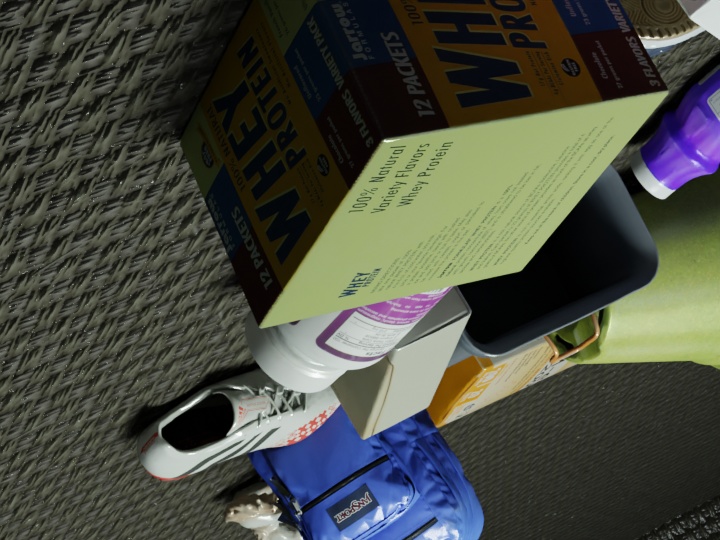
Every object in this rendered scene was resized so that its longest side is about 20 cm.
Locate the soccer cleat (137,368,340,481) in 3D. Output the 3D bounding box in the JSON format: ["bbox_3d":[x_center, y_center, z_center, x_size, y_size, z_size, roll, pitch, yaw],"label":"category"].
[{"bbox_3d":[-0.092,0.117,1.666,0.198,0.069,0.085,-21,164,-20],"label":"soccer cleat"}]

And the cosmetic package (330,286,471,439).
[{"bbox_3d":[0.019,0.047,1.607,0.073,0.104,0.200,-26,160,-17],"label":"cosmetic package"}]

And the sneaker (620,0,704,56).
[{"bbox_3d":[0.149,-0.145,1.364,0.198,0.071,0.109,-19,155,-17],"label":"sneaker"}]

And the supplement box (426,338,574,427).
[{"bbox_3d":[0.153,0.063,1.928,0.199,0.074,0.126,-22,160,-31],"label":"supplement box"}]

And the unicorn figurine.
[{"bbox_3d":[-0.077,0.240,2.037,0.137,0.074,0.200,-28,150,20],"label":"unicorn figurine"}]

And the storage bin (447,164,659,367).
[{"bbox_3d":[0.131,0.013,1.674,0.199,0.147,0.134,-24,171,-24],"label":"storage bin"}]

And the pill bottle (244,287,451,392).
[{"bbox_3d":[0.000,0.000,1.433,0.112,0.113,0.200,-13,155,-46],"label":"pill bottle"}]

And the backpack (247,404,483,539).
[{"bbox_3d":[0.003,0.201,1.793,0.162,0.201,0.168,-34,174,15],"label":"backpack"}]

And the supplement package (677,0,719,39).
[{"bbox_3d":[0.271,-0.246,1.237,0.199,0.111,0.155,-38,162,17],"label":"supplement package"}]

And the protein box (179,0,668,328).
[{"bbox_3d":[0.031,-0.089,1.171,0.198,0.136,0.199,-12,154,-32],"label":"protein box"}]

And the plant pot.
[{"bbox_3d":[0.260,0.006,1.814,0.183,0.202,0.201,-8,153,-27],"label":"plant pot"}]

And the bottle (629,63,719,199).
[{"bbox_3d":[0.313,-0.138,1.675,0.200,0.066,0.083,-41,159,26],"label":"bottle"}]
